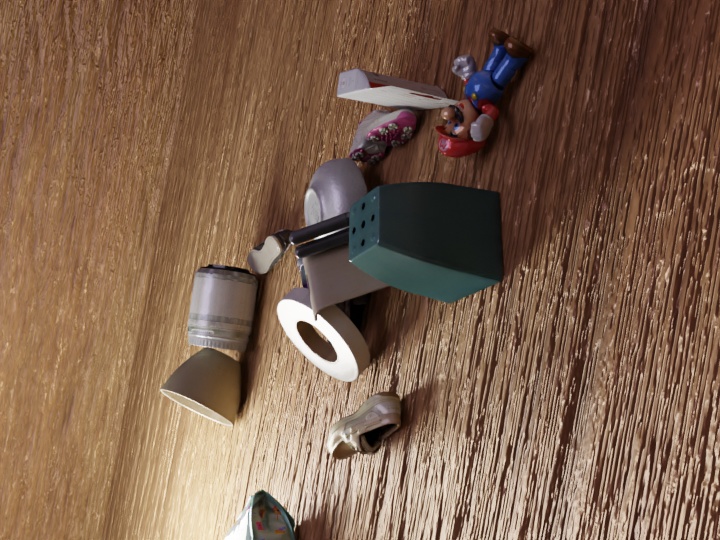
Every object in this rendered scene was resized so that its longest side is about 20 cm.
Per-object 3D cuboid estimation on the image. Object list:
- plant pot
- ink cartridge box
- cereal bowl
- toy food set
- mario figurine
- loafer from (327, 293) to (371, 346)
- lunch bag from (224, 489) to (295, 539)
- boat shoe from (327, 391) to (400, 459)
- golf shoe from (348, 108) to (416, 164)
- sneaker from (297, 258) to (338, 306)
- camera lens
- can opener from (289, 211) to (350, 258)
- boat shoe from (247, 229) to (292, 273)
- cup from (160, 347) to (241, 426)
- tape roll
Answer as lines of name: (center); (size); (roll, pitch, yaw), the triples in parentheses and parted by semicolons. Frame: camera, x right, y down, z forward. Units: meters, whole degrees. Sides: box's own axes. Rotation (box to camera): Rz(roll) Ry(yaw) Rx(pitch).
plant pot: (0.089, -0.050, 1.232); (0.141, 0.198, 0.143); (-29, 56, 55)
ink cartridge box: (0.074, -0.309, 1.396); (0.199, 0.161, 0.058); (5, 89, 63)
cereal bowl: (-0.057, -0.118, 1.610); (0.200, 0.082, 0.203); (175, 90, -68)
toy food set: (0.000, 0.000, 1.427); (0.061, 0.198, 0.144); (63, -169, -50)
mario figurine: (0.170, -0.266, 1.249); (0.201, 0.105, 0.123); (-62, -3, 16)
loafer: (-0.007, 0.064, 1.537); (0.063, 0.071, 0.202); (32, 117, 41)
lunch bag: (-0.204, 0.569, 1.665); (0.171, 0.121, 0.201); (-59, 39, 36)
boat shoe: (0.005, 0.283, 1.420); (0.200, 0.072, 0.065); (-47, 40, 38)
golf shoe: (0.039, -0.271, 1.547); (0.200, 0.075, 0.093); (-24, 57, 57)
sneaker: (-0.077, 0.054, 1.558); (0.201, 0.074, 0.088); (66, -165, -54)
camera lens: (-0.341, 0.092, 2.051); (0.160, 0.159, 0.202); (-4, 77, 62)
can opener: (-0.024, -0.079, 1.434); (0.067, 0.198, 0.054); (-90, -20, -71)
boat shoe: (-0.212, -0.045, 1.982); (0.067, 0.057, 0.200); (58, 149, 2)
cup: (-0.374, 0.276, 2.048); (0.200, 0.199, 0.144); (-13, 49, 61)
tape roll: (-0.069, 0.118, 1.507); (0.037, 0.203, 0.202); (-45, 14, -27)
